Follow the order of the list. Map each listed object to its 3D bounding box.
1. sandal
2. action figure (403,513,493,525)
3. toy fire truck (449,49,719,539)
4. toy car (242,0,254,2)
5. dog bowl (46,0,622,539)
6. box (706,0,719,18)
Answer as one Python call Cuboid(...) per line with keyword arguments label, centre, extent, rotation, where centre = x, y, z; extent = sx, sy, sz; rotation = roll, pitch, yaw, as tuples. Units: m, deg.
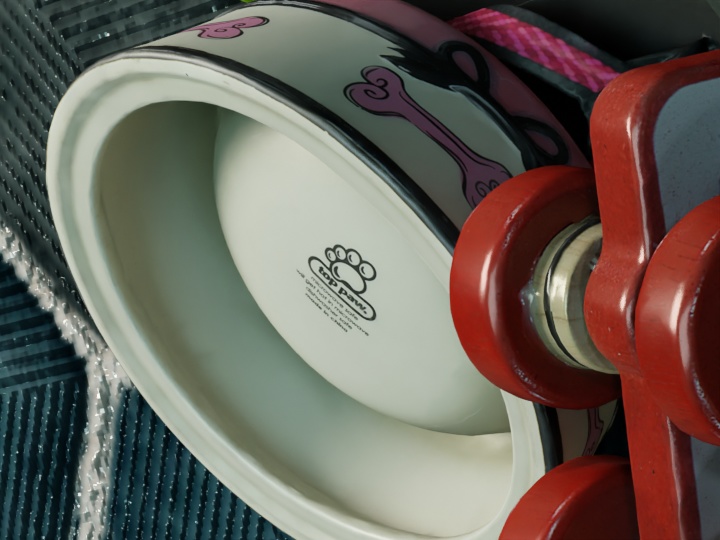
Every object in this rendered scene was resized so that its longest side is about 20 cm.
Cuboid(label="sandal", centre=(0.046, -0.052, 0.891), extent=(0.200, 0.045, 0.075), rotation=(0, 116, 33))
Cuboid(label="action figure", centre=(0.083, 0.140, 0.927), extent=(0.200, 0.055, 0.118), rotation=(42, 127, 23))
Cuboid(label="toy fire truck", centre=(0.127, 0.035, 0.791), extent=(0.112, 0.168, 0.200), rotation=(10, 110, 59))
Cuboid(label="toy car", centre=(-0.044, -0.210, 0.899), extent=(0.164, 0.158, 0.200), rotation=(-41, 51, 52))
Cuboid(label="dog bowl", centre=(0.000, 0.000, 0.901), extent=(0.200, 0.074, 0.200), rotation=(31, 144, 26))
Cuboid(label="box", centre=(0.113, -0.181, 0.743), extent=(0.124, 0.148, 0.200), rotation=(-44, 74, 38))
